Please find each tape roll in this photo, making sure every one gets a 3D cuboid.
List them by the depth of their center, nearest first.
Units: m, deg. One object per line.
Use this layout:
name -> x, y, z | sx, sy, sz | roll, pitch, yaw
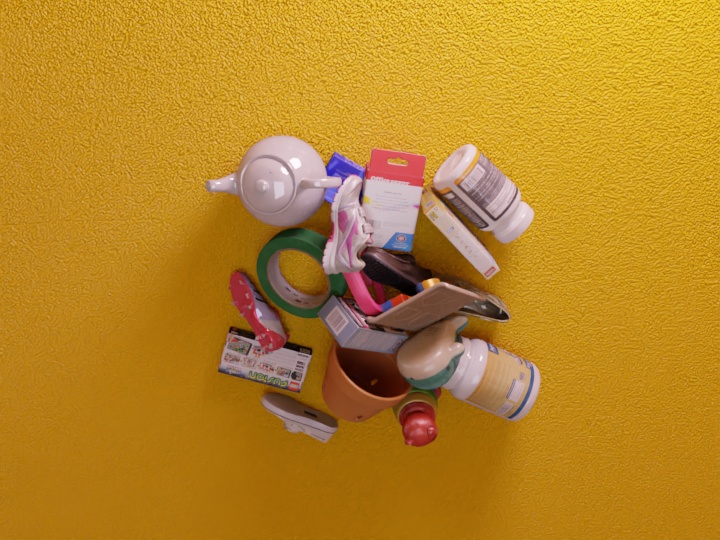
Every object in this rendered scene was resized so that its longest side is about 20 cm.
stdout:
tape roll -> -0.124, 0.007, 1.406 | 0.200, 0.048, 0.201 | 11, 124, 17

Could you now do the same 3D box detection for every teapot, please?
teapot -> -0.164, -0.173, 1.297 | 0.197, 0.146, 0.200 | 45, 108, 2

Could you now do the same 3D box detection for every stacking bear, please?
stacking bear -> 0.128, 0.322, 1.490 | 0.121, 0.200, 0.114 | -24, 113, 9

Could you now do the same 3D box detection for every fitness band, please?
fitness band -> 0.000, 0.000, 1.387 | 0.037, 0.144, 0.200 | -23, 100, 15

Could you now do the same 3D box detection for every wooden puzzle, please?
wooden puzzle -> 0.136, 0.069, 1.366 | 0.200, 0.185, 0.046 | -26, 66, 27

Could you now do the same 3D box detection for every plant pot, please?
plant pot -> 0.001, 0.247, 1.478 | 0.200, 0.200, 0.140 | 26, 127, -11

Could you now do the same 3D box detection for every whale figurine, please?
whale figurine -> 0.170, 0.179, 1.445 | 0.159, 0.200, 0.104 | -1, 126, 45

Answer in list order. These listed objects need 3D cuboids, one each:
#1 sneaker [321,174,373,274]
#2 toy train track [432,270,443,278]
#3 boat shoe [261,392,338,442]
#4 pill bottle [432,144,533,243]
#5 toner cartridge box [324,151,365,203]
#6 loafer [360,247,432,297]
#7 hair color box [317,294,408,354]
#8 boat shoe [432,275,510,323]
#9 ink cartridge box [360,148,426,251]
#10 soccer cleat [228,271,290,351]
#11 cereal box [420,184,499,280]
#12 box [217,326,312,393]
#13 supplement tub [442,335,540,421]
sneaker -> -0.013, -0.085, 1.278 | 0.088, 0.081, 0.200 | 10, 96, 9
toy train track -> 0.109, 0.031, 1.457 | 0.200, 0.033, 0.115 | 30, 96, -24
boat shoe -> -0.155, 0.361, 1.579 | 0.200, 0.071, 0.070 | 25, 107, -17
pill bottle -> 0.255, -0.154, 1.349 | 0.200, 0.116, 0.116 | 40, 106, -16
toner cartridge box -> 0.009, -0.159, 1.382 | 0.200, 0.043, 0.095 | 28, 110, -11
loafer -> 0.078, -0.004, 1.379 | 0.073, 0.071, 0.200 | -17, 144, 42
hair color box -> 0.009, 0.119, 1.407 | 0.061, 0.099, 0.200 | -49, 147, 16
boat shoe -> 0.240, 0.067, 1.453 | 0.200, 0.063, 0.073 | 24, 100, -16
ink cartridge box -> 0.060, -0.148, 1.328 | 0.116, 0.067, 0.200 | 8, 111, -5
soccer cleat -> -0.228, 0.088, 1.476 | 0.067, 0.076, 0.200 | -24, 96, 40
cereal box -> 0.202, -0.081, 1.363 | 0.040, 0.144, 0.200 | -41, 106, 14
box -> -0.223, 0.210, 1.532 | 0.200, 0.035, 0.110 | 17, 111, -7
supplement tub -> 0.290, 0.243, 1.493 | 0.200, 0.145, 0.145 | 24, 110, -10
